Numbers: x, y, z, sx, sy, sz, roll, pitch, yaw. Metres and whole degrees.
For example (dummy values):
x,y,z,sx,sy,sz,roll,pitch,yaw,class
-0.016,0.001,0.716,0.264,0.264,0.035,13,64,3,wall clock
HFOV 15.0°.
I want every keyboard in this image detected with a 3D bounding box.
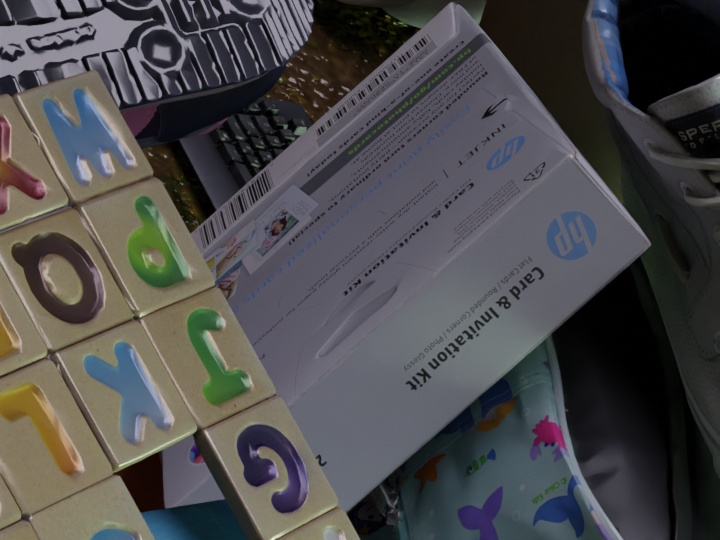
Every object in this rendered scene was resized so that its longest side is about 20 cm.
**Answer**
x,y,z,sx,sy,sz,roll,pitch,yaw,class
0.006,0.002,1.065,0.127,0.021,0.200,10,38,-40,keyboard

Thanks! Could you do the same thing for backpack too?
x,y,z,sx,sy,sz,roll,pitch,yaw,class
0.081,0.097,0.848,0.177,0.151,0.200,37,19,-28,backpack

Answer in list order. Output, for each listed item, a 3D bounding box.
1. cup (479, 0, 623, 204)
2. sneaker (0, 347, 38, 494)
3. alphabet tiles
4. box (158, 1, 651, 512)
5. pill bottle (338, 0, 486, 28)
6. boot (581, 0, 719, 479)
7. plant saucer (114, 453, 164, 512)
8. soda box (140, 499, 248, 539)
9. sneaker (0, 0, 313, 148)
x,y,z,sx,sy,sz,roll,pitch,yaw,class
0.118,-0.050,1.138,0.200,0.143,0.201,27,29,-17,cup
-0.100,0.032,0.751,0.083,0.081,0.200,45,14,-1,sneaker
-0.088,0.044,0.650,0.200,0.008,0.168,-24,83,-51,alphabet tiles
0.000,0.000,0.858,0.041,0.156,0.200,47,6,-17,box
0.062,-0.169,1.291,0.200,0.116,0.116,-4,47,-50,pill bottle
0.107,-0.011,0.775,0.096,0.073,0.200,63,1,-36,boot
-0.095,0.101,0.783,0.200,0.032,0.200,28,28,-16,plant saucer
-0.085,0.109,0.678,0.200,0.064,0.068,-4,48,-48,soda box
-0.114,-0.051,0.796,0.199,0.082,0.070,-8,73,-25,sneaker
